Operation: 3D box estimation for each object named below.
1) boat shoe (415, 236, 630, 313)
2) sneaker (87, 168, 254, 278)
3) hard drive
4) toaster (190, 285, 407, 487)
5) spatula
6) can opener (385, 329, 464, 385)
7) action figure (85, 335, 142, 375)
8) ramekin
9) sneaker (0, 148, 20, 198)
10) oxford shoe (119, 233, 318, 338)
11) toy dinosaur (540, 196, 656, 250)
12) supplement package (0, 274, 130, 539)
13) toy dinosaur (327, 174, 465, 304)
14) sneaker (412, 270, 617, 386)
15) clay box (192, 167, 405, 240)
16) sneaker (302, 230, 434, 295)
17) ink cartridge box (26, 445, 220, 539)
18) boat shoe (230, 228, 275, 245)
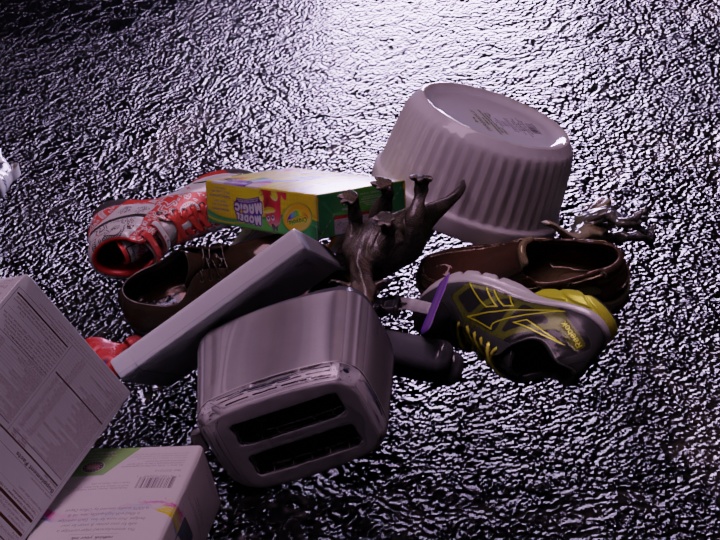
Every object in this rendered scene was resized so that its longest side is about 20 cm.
[{"bbox_3d":[0.151,-0.006,1.454,0.202,0.075,0.075,0,54,8],"label":"boat shoe"},{"bbox_3d":[-0.200,-0.046,1.687,0.201,0.067,0.108,-12,30,5],"label":"sneaker"},{"bbox_3d":[-0.118,0.037,1.405,0.200,0.027,0.132,-36,-13,7],"label":"hard drive"},{"bbox_3d":[-0.049,0.100,1.321,0.200,0.114,0.129,-18,32,13],"label":"toaster"},{"bbox_3d":[0.043,0.032,1.431,0.021,0.057,0.200,25,-10,-17],"label":"spatula"},{"bbox_3d":[-0.006,0.086,1.424,0.200,0.053,0.067,9,68,30],"label":"can opener"},{"bbox_3d":[-0.286,0.116,1.451,0.200,0.052,0.065,-33,40,-22],"label":"action figure"},{"bbox_3d":[0.119,-0.112,1.570,0.200,0.105,0.200,16,23,-7],"label":"ramekin"},{"bbox_3d":[-0.508,-0.122,1.910,0.199,0.080,0.130,6,33,27],"label":"sneaker"},{"bbox_3d":[-0.133,0.007,1.472,0.200,0.084,0.073,-22,60,-3],"label":"oxford shoe"},{"bbox_3d":[0.241,-0.043,1.518,0.088,0.048,0.200,4,7,19],"label":"toy dinosaur"},{"bbox_3d":[-0.338,0.128,1.264,0.191,0.147,0.200,-7,39,44],"label":"supplement package"},{"bbox_3d":[0.025,-0.032,1.431,0.077,0.102,0.200,21,40,21],"label":"toy dinosaur"},{"bbox_3d":[0.126,0.055,1.393,0.200,0.075,0.085,3,42,34],"label":"sneaker"},{"bbox_3d":[-0.064,-0.068,1.523,0.115,0.048,0.200,-12,14,-39],"label":"clay box"},{"bbox_3d":[0.000,0.000,1.541,0.200,0.078,0.082,-34,40,-19],"label":"sneaker"},{"bbox_3d":[-0.195,0.224,1.215,0.117,0.067,0.200,-4,30,16],"label":"ink cartridge box"},{"bbox_3d":[-0.103,-0.002,1.575,0.068,0.072,0.200,18,38,27],"label":"boat shoe"}]
